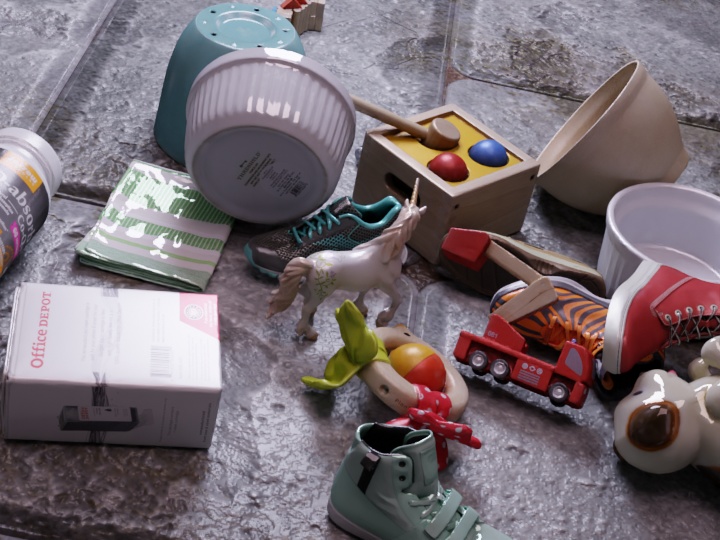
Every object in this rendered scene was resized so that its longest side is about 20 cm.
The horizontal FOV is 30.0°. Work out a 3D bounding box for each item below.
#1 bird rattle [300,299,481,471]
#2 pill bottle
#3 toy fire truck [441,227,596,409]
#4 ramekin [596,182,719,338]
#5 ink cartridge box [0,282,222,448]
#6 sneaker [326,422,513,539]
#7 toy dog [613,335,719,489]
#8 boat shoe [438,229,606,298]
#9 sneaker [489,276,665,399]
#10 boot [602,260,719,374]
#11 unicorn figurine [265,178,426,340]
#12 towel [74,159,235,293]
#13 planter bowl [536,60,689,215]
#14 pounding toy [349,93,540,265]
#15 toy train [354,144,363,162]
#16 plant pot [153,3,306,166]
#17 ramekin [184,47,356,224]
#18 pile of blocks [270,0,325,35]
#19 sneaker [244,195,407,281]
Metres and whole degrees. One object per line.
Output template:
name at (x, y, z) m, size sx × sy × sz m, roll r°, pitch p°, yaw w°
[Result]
bird rattle at (0.051, 0.109, 1.350) m, size 0.200 × 0.113 × 0.163 m, roll 32°, pitch 24°, yaw 20°
pill bottle at (-0.401, -0.065, 1.428) m, size 0.116 × 0.117 × 0.200 m, roll 16°, pitch 37°, yaw 5°
toy fire truck at (0.166, 0.050, 1.425) m, size 0.199 × 0.049 × 0.142 m, roll 21°, pitch 82°, yaw 14°
ramekin at (0.377, -0.009, 1.594) m, size 0.199 × 0.098 × 0.201 m, roll 8°, pitch 36°, yaw -6°
ink cartridge box at (-0.239, 0.091, 1.296) m, size 0.199 × 0.085 × 0.146 m, roll 6°, pitch 37°, yaw -12°
sneaker at (0.070, 0.210, 1.200) m, size 0.200 × 0.119 × 0.074 m, roll 22°, pitch 36°, yaw 11°
toy dog at (0.352, 0.166, 1.346) m, size 0.199 × 0.140 × 0.195 m, roll 13°, pitch 81°, yaw 1°
boat shoe at (0.186, -0.004, 1.569) m, size 0.199 × 0.072 × 0.076 m, roll 20°, pitch 23°, yaw -3°
sneaker at (0.240, 0.074, 1.462) m, size 0.199 × 0.078 × 0.112 m, roll 10°, pitch 36°, yaw -4°
boot at (0.337, 0.057, 1.394) m, size 0.144 × 0.073 × 0.200 m, roll 15°, pitch 31°, yaw 24°
unicorn figurine at (0.000, 0.000, 1.439) m, size 0.199 × 0.138 × 0.074 m, roll -20°, pitch 46°, yaw -36°
towel at (-0.226, -0.055, 1.543) m, size 0.152 × 0.023 × 0.200 m, roll 15°, pitch 36°, yaw 2°
planter bowl at (0.330, -0.147, 1.706) m, size 0.135 × 0.200 × 0.200 m, roll 41°, pitch 38°, yaw -5°
pounding toy at (0.082, -0.132, 1.633) m, size 0.184 × 0.143 × 0.200 m, roll -22°, pitch 49°, yaw -38°
toy train at (0.069, -0.174, 1.773) m, size 0.056 × 0.042 × 0.200 m, roll 27°, pitch 38°, yaw 35°
plant pot at (-0.152, -0.236, 1.688) m, size 0.199 × 0.162 × 0.201 m, roll 8°, pitch 36°, yaw -6°
ramekin at (-0.107, -0.144, 1.530) m, size 0.199 × 0.201 × 0.105 m, roll 10°, pitch 49°, yaw -3°
pile of blocks at (-0.122, -0.374, 1.960) m, size 0.082 × 0.062 × 0.200 m, roll 29°, pitch 39°, yaw 22°
sneaker at (-0.036, -0.045, 1.528) m, size 0.199 × 0.092 × 0.078 m, roll -8°, pitch 40°, yaw -24°
